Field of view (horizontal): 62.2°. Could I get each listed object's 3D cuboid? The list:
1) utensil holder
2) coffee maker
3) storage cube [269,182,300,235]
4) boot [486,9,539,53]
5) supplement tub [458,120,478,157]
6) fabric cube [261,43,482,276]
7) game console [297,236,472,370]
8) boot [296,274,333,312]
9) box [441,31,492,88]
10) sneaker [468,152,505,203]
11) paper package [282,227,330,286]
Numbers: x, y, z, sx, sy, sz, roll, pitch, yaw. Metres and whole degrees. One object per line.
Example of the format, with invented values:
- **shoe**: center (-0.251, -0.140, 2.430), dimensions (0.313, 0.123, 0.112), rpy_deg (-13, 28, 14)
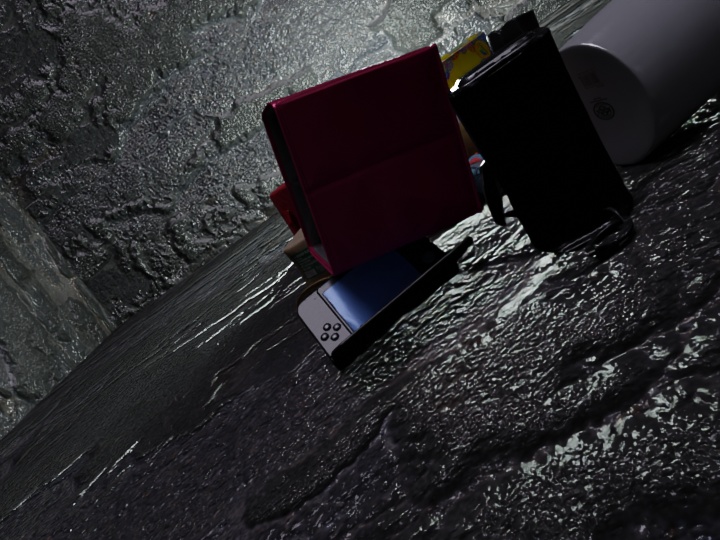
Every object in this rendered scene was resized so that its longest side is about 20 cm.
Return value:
- **utensil holder**: center (0.341, -0.248, 0.699), dimensions (0.199, 0.171, 0.169), rpy_deg (-41, 15, -11)
- **coffee maker**: center (0.192, -0.136, 0.618), dimensions (0.133, 0.202, 0.192), rpy_deg (-36, 14, -6)
- **storage cube**: center (-0.096, -0.189, 1.554), dimensions (0.178, 0.173, 0.200), rpy_deg (-16, 23, 49)
- **boot**: center (0.254, -0.292, 0.968), dimensions (0.065, 0.203, 0.163), rpy_deg (-41, 15, -30)
- **supplement tub**: center (0.196, -0.259, 1.119), dimensions (0.197, 0.146, 0.145), rpy_deg (-32, 14, 12)
- **fabric cube**: center (0.005, -0.138, 0.743), dimensions (0.195, 0.205, 0.196), rpy_deg (-22, 14, -8)
- **game console**: center (0.019, 0.011, 0.715), dimensions (0.198, 0.118, 0.176), rpy_deg (-37, 49, -9)
- **boot**: center (0.000, 0.000, 0.894), dimensions (0.197, 0.078, 0.156), rpy_deg (-31, 16, 11)
- **box**: center (0.246, -0.374, 1.257), dimensions (0.120, 0.202, 0.193), rpy_deg (-31, 15, 14)
- **sneaker**: center (0.158, -0.106, 0.912), dimensions (0.097, 0.079, 0.199), rpy_deg (-58, 16, -20)
- **paper package**: center (-0.027, -0.079, 1.170), dimensions (0.197, 0.105, 0.192), rpy_deg (-28, 16, 27)
